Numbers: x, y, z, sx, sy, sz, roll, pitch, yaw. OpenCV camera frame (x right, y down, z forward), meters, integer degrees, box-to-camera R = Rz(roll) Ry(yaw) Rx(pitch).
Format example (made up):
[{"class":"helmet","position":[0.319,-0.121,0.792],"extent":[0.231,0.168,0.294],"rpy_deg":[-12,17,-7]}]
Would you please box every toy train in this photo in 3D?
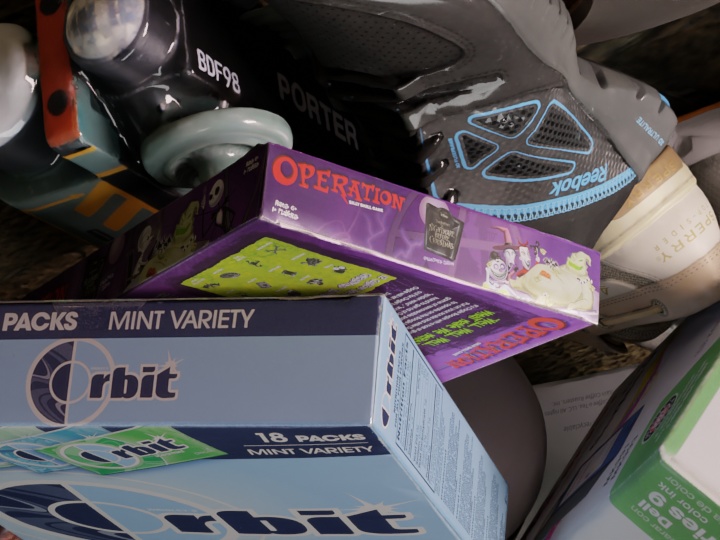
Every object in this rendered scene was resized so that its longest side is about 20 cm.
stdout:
[{"class":"toy train","position":[-0.052,-0.039,0.679],"extent":[0.114,0.086,0.200],"rpy_deg":[-18,158,23]}]

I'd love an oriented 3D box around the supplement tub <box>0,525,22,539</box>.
[{"class":"supplement tub","position":[-0.148,0.103,0.874],"extent":[0.107,0.107,0.200],"rpy_deg":[-21,156,4]}]

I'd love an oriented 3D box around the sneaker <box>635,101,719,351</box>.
[{"class":"sneaker","position":[0.150,0.007,0.908],"extent":[0.075,0.092,0.200],"rpy_deg":[-17,157,-7]}]

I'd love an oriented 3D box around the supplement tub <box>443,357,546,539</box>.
[{"class":"supplement tub","position":[-0.010,0.120,0.922],"extent":[0.145,0.145,0.200],"rpy_deg":[-7,140,-25]}]

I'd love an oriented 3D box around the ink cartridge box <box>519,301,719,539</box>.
[{"class":"ink cartridge box","position":[0.139,0.081,0.800],"extent":[0.145,0.087,0.200],"rpy_deg":[-52,176,-31]}]

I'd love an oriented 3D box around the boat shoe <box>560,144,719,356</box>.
[{"class":"boat shoe","position":[0.098,0.006,0.842],"extent":[0.072,0.065,0.200],"rpy_deg":[-39,179,-17]}]

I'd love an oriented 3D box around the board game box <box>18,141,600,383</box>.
[{"class":"board game box","position":[-0.030,0.016,0.664],"extent":[0.120,0.032,0.200],"rpy_deg":[21,154,-27]}]

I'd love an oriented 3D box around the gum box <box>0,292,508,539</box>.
[{"class":"gum box","position":[-0.051,0.063,0.694],"extent":[0.169,0.045,0.200],"rpy_deg":[0,157,15]}]

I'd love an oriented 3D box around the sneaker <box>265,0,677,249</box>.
[{"class":"sneaker","position":[0.028,-0.048,0.619],"extent":[0.200,0.073,0.082],"rpy_deg":[29,88,-48]}]

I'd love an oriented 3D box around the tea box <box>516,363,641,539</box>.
[{"class":"tea box","position":[0.130,0.138,1.071],"extent":[0.199,0.134,0.197],"rpy_deg":[-14,161,32]}]

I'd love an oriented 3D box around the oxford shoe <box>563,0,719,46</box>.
[{"class":"oxford shoe","position":[0.087,-0.116,0.640],"extent":[0.071,0.072,0.200],"rpy_deg":[-19,172,4]}]
